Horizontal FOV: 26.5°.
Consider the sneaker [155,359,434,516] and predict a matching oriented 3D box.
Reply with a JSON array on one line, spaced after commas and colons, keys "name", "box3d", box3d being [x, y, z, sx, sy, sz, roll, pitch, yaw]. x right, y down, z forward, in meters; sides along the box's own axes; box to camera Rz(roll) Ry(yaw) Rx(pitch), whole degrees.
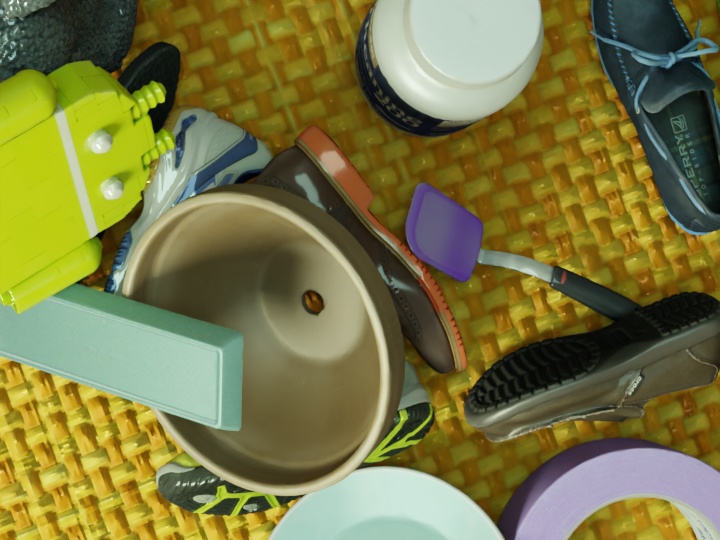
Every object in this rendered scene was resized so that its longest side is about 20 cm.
[{"name": "sneaker", "box3d": [-0.050, 0.111, 1.070, 0.198, 0.076, 0.077, -19, 61, -3]}]

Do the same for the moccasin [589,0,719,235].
[{"name": "moccasin", "box3d": [0.228, -0.127, 1.088, 0.080, 0.068, 0.202, -26, 93, -5]}]

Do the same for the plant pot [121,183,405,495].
[{"name": "plant pot", "box3d": [-0.049, 0.034, 0.990, 0.198, 0.093, 0.204, 12, 115, 26]}]

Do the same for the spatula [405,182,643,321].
[{"name": "spatula", "box3d": [0.121, 0.000, 1.096, 0.198, 0.021, 0.057, 23, 63, -9]}]

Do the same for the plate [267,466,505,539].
[{"name": "plate", "box3d": [0.018, 0.239, 1.063, 0.197, 0.026, 0.203, -3, 78, 14]}]

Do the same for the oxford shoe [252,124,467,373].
[{"name": "oxford shoe", "box3d": [0.000, 0.000, 1.060, 0.072, 0.071, 0.201, -38, 99, -7]}]

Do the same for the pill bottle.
[{"name": "pill bottle", "box3d": [0.058, -0.151, 1.004, 0.109, 0.200, 0.113, 0, 90, -6]}]

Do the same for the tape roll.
[{"name": "tape roll", "box3d": [0.192, 0.223, 1.088, 0.197, 0.066, 0.203, 0, 90, -5]}]

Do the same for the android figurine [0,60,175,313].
[{"name": "android figurine", "box3d": [-0.200, -0.050, 0.930, 0.199, 0.183, 0.041, -32, 60, -21]}]

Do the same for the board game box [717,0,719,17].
[{"name": "board game box", "box3d": [0.296, -0.164, 1.079, 0.047, 0.102, 0.203, -10, 91, -5]}]

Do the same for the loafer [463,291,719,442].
[{"name": "loafer", "box3d": [0.171, 0.084, 1.080, 0.198, 0.073, 0.072, -19, 113, 2]}]

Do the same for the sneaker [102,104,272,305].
[{"name": "sneaker", "box3d": [-0.121, -0.009, 1.049, 0.087, 0.075, 0.202, 20, 89, -6]}]

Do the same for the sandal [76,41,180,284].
[{"name": "sandal", "box3d": [-0.187, -0.073, 1.047, 0.048, 0.075, 0.202, 27, 87, 16]}]

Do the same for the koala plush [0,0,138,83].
[{"name": "koala plush", "box3d": [-0.223, -0.162, 0.960, 0.183, 0.200, 0.178, 31, 105, -21]}]

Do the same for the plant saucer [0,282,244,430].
[{"name": "plant saucer", "box3d": [-0.164, 0.050, 0.996, 0.198, 0.019, 0.071, 16, 116, 25]}]
